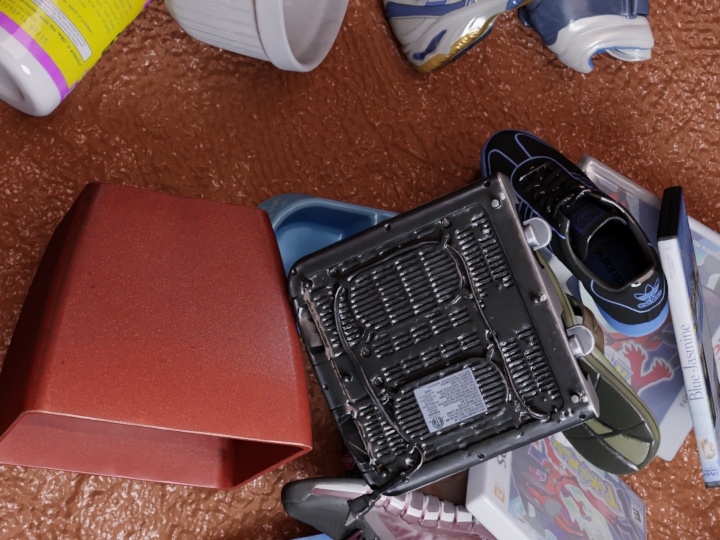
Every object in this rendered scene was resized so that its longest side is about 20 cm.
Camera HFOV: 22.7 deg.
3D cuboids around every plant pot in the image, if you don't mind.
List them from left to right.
[{"bbox_3d":[-0.152,0.046,1.290,0.198,0.200,0.178,9,73,-19],"label":"plant pot"}]

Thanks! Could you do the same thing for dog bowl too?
[{"bbox_3d":[0.000,0.000,1.417,0.198,0.050,0.112,11,81,-18],"label":"dog bowl"}]

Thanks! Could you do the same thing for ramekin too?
[{"bbox_3d":[-0.074,-0.255,1.340,0.104,0.200,0.202,10,80,13],"label":"ramekin"}]

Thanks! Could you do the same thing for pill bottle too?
[{"bbox_3d":[-0.209,-0.219,1.334,0.104,0.104,0.200,42,73,-11],"label":"pill bottle"}]

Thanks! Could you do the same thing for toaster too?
[{"bbox_3d":[0.055,0.050,1.255,0.199,0.119,0.182,-23,88,13],"label":"toaster"}]

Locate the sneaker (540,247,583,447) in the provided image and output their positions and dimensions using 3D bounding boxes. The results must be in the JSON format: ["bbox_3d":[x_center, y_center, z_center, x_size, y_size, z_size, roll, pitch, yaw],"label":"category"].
[{"bbox_3d":[0.112,0.043,1.392,0.128,0.080,0.201,-7,103,-5],"label":"sneaker"}]

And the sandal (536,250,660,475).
[{"bbox_3d":[0.150,0.061,1.329,0.202,0.080,0.057,55,34,1],"label":"sandal"}]

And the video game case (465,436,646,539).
[{"bbox_3d":[0.157,0.182,1.392,0.200,0.023,0.183,46,27,-21],"label":"video game case"}]

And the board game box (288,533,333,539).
[{"bbox_3d":[-0.061,0.288,1.361,0.198,0.039,0.159,-11,77,-4],"label":"board game box"}]

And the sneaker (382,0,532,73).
[{"bbox_3d":[0.102,-0.243,1.423,0.199,0.075,0.088,-34,88,18],"label":"sneaker"}]

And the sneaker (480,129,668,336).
[{"bbox_3d":[0.156,-0.043,1.311,0.070,0.078,0.200,-37,63,-9],"label":"sneaker"}]

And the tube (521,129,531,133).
[{"bbox_3d":[0.178,-0.024,1.489,0.077,0.050,0.200,-42,104,-9],"label":"tube"}]

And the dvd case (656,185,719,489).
[{"bbox_3d":[0.257,0.048,1.386,0.017,0.143,0.202,-10,105,14],"label":"dvd case"}]

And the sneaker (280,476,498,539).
[{"bbox_3d":[0.030,0.223,1.320,0.199,0.076,0.116,15,71,-18],"label":"sneaker"}]

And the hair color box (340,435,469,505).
[{"bbox_3d":[0.047,0.201,1.408,0.099,0.060,0.202,-5,86,-20],"label":"hair color box"}]

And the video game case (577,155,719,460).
[{"bbox_3d":[0.218,0.033,1.466,0.199,0.023,0.183,29,96,-13],"label":"video game case"}]

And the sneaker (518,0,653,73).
[{"bbox_3d":[0.221,-0.253,1.513,0.200,0.080,0.147,-36,105,-23],"label":"sneaker"}]
